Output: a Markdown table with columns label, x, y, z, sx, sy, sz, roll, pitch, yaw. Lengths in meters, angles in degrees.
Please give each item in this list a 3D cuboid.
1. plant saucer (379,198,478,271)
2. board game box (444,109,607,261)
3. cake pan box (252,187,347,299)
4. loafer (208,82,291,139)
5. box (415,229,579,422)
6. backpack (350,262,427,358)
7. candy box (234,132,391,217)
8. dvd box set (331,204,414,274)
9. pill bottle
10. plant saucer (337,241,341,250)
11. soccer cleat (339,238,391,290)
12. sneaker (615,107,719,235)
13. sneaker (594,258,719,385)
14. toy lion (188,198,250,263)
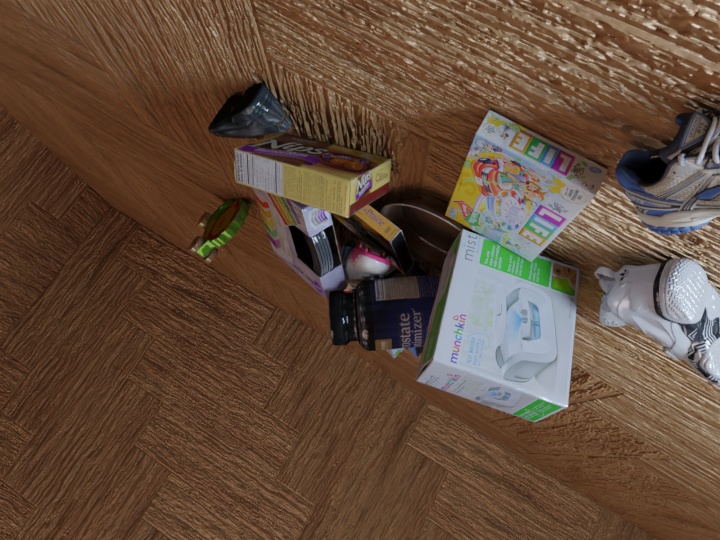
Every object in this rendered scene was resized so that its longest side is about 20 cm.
| label | x | y | z | sx | sy | sz | roll | pitch | yaw |
| --- | --- | --- | --- | --- | --- | --- | --- | --- | --- |
| plant saucer | 0.123 | -0.055 | 0.815 | 0.199 | 0.037 | 0.201 | 30 | 165 | 9 |
| board game box | 0.180 | -0.088 | 0.602 | 0.133 | 0.034 | 0.200 | 30 | 164 | 10 |
| cake pan box | -0.103 | -0.070 | 0.848 | 0.200 | 0.052 | 0.186 | 39 | 152 | 41 |
| loafer | -0.182 | -0.234 | 0.811 | 0.072 | 0.073 | 0.199 | 37 | 166 | -34 |
| box | 0.185 | 0.073 | 0.691 | 0.174 | 0.202 | 0.097 | 20 | 151 | 1 |
| backpack | 0.066 | 0.053 | 0.983 | 0.201 | 0.146 | 0.184 | 57 | 174 | 33 |
| candy box | -0.069 | -0.143 | 0.734 | 0.198 | 0.116 | 0.057 | 21 | 124 | 24 |
| dvd box set | 0.002 | -0.086 | 0.876 | 0.200 | 0.029 | 0.147 | 41 | 173 | 24 |
| pill bottle | 0.051 | 0.068 | 0.808 | 0.197 | 0.113 | 0.112 | -5 | 161 | 1 |
| plant saucer | -0.096 | -0.056 | 1.093 | 0.201 | 0.036 | 0.200 | 59 | 162 | 1 |
| soccer cleat | 0.000 | 0.000 | 0.865 | 0.069 | 0.087 | 0.200 | 21 | -178 | -13 |
| sneaker | 0.271 | -0.080 | 0.375 | 0.085 | 0.077 | 0.200 | 39 | 164 | -10 |
| sneaker | 0.367 | 0.059 | 0.615 | 0.200 | 0.075 | 0.114 | 46 | 161 | -25 |
| toy lion | -0.367 | -0.127 | 1.365 | 0.069 | 0.191 | 0.201 | 40 | -157 | -29 |
